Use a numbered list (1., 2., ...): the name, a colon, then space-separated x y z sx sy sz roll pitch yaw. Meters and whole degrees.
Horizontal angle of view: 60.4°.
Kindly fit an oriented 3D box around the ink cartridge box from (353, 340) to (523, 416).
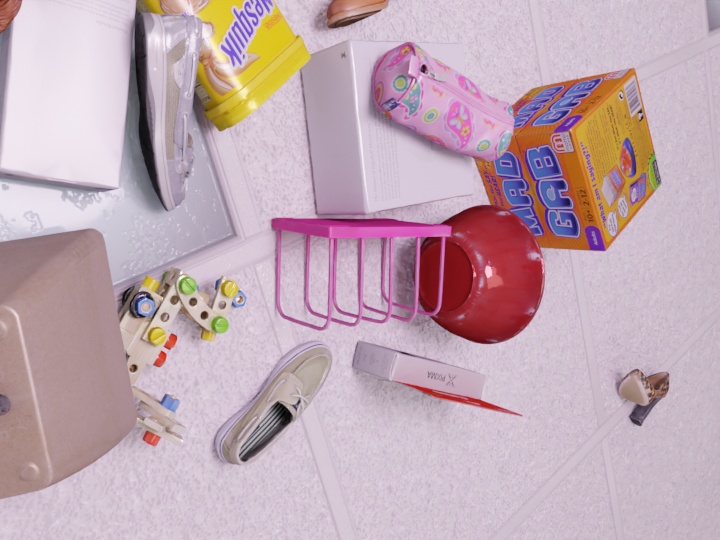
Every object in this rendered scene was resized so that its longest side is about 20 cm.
1. ink cartridge box: 0.113 0.154 0.885 0.197 0.171 0.045 19 83 -37

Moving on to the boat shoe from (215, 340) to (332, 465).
1. boat shoe: -0.097 0.172 0.791 0.200 0.061 0.073 -47 119 -26

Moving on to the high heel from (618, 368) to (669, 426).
1. high heel: 0.633 0.235 1.358 0.143 0.071 0.202 -47 136 -18

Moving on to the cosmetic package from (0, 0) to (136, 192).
1. cosmetic package: -0.288 -0.185 0.601 0.111 0.080 0.207 7 90 -37

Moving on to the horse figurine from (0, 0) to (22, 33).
1. horse figurine: -0.347 -0.238 0.515 0.134 0.197 0.050 -56 163 -16

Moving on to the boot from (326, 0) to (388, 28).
1. boot: -0.003 -0.419 0.803 0.200 0.076 0.158 -43 119 -30

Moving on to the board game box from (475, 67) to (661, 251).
1. board game box: 0.337 -0.177 1.015 0.199 0.197 0.204 -40 116 -28

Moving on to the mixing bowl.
1. mixing bowl: 0.147 0.006 0.871 0.107 0.196 0.207 0 94 -48

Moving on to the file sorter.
1. file sorter: 0.000 0.000 0.808 0.196 0.137 0.130 -3 99 -37

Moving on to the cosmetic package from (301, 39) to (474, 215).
1. cosmetic package: 0.038 -0.189 0.828 0.196 0.121 0.206 -13 102 -37

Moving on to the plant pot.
1. plant pot: -0.309 0.088 0.506 0.194 0.177 0.206 -9 101 -13

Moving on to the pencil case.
1. pencil case: 0.104 -0.200 0.752 0.197 0.086 0.090 17 84 -38

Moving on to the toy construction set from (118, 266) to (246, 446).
1. toy construction set: -0.212 0.084 0.684 0.130 0.091 0.205 36 62 -34

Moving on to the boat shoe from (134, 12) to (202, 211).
1. boat shoe: -0.194 -0.158 0.644 0.063 0.074 0.207 -11 125 -27

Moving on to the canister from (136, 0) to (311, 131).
1. canister: -0.162 -0.284 0.684 0.149 0.085 0.202 -51 120 -29
